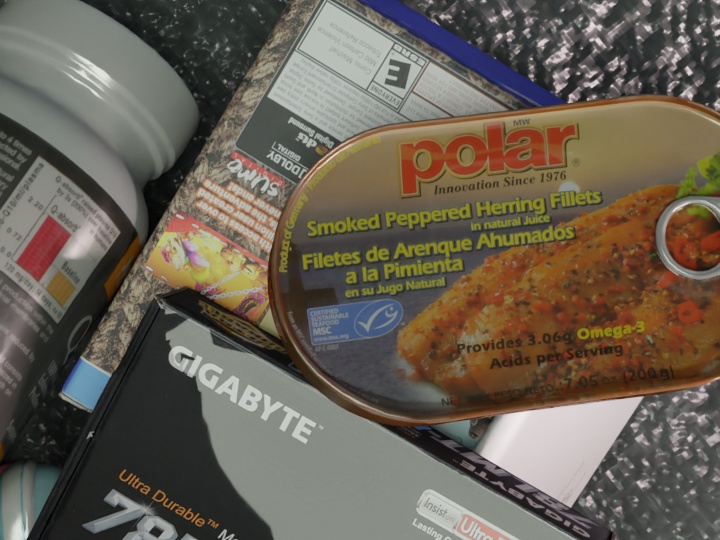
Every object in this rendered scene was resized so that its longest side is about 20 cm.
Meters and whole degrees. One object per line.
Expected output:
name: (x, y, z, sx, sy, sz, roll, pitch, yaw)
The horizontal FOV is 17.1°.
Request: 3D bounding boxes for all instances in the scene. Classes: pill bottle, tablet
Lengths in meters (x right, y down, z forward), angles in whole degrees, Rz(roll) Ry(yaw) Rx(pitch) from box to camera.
pill bottle: (-0.155, -0.007, 0.951, 0.116, 0.116, 0.200, 34, 71, -2)
tablet: (0.060, 0.100, 0.984, 0.014, 0.130, 0.200, 36, 102, 24)

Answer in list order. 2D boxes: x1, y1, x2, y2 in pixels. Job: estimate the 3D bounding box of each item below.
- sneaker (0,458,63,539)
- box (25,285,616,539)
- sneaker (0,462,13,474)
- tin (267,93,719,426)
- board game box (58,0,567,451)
sneaker: (-0.069, 0.150, 1.017, 0.130, 0.080, 0.200, -17, 119, 6)
box: (-0.034, 0.139, 0.921, 0.200, 0.050, 0.199, 30, 102, 7)
sneaker: (-0.215, 0.067, 1.014, 0.095, 0.079, 0.200, -46, 117, 3)
tin: (0.064, -0.004, 0.888, 0.200, 0.042, 0.112, -6, 85, -10)
board game box: (0.000, 0.000, 0.982, 0.159, 0.097, 0.200, 32, 101, -2)
